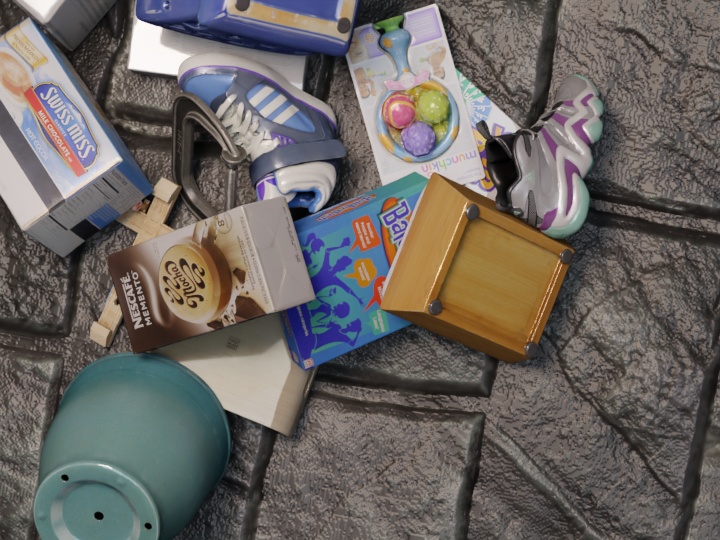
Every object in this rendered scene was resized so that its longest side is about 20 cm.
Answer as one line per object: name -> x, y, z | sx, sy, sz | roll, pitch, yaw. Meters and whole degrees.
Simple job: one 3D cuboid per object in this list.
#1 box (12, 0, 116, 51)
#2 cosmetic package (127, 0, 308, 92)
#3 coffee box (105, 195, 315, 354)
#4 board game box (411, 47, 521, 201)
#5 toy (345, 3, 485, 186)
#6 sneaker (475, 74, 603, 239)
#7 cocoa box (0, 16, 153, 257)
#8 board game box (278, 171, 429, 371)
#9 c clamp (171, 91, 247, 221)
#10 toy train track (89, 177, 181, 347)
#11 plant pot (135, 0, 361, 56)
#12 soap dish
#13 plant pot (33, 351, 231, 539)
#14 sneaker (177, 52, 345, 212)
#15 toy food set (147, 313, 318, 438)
box -> -0.354, -0.359, 1.635 | 0.199, 0.200, 0.131 | 41, 88, -1
cosmetic package -> -0.152, -0.284, 1.712 | 0.198, 0.052, 0.152 | 8, 92, -1
coffee box -> -0.159, 0.007, 1.598 | 0.199, 0.080, 0.114 | -18, 89, 34
board game box -> 0.123, -0.149, 1.731 | 0.200, 0.030, 0.096 | 42, 90, -3
toy -> 0.058, -0.184, 1.694 | 0.114, 0.047, 0.202 | -16, 89, 2
sneaker -> 0.187, -0.145, 1.665 | 0.139, 0.078, 0.202 | 20, 60, -20
cocoa box -> -0.339, -0.142, 1.651 | 0.131, 0.133, 0.201 | -35, 76, 0
board game box -> 0.000, 0.000, 1.672 | 0.199, 0.045, 0.153 | -24, 112, -16
c clamp -> -0.153, -0.091, 1.659 | 0.027, 0.201, 0.171 | -27, 52, -27
toy train track -> -0.256, -0.009, 1.709 | 0.114, 0.032, 0.201 | 28, 98, 19
plant pot -> -0.094, -0.324, 1.557 | 0.198, 0.179, 0.202 | 9, 99, -30
soap dish -> 0.132, 0.004, 1.663 | 0.199, 0.081, 0.159 | 23, 89, -34
plant pot -> -0.254, 0.216, 1.616 | 0.198, 0.188, 0.202 | 3, 112, 8
sneaker -> -0.111, -0.138, 1.651 | 0.199, 0.081, 0.148 | 22, 52, -25
toy food set -> -0.143, 0.085, 1.720 | 0.198, 0.060, 0.145 | 22, 79, -2
